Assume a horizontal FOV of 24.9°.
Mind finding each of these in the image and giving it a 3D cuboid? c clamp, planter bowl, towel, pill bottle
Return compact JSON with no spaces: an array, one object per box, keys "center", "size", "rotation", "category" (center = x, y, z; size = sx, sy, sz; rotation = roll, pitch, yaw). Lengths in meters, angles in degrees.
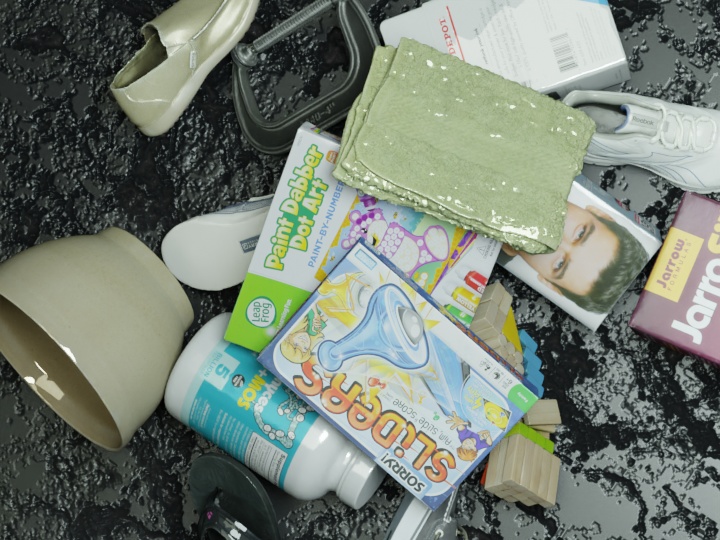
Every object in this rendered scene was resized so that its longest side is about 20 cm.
[{"center":[-0.052,-0.208,1.510],"size":[0.200,0.027,0.171],"rotation":[-34,75,30],"category":"c clamp"},{"center":[-0.237,0.046,1.476],"size":[0.200,0.200,0.135],"rotation":[40,67,14],"category":"planter bowl"},{"center":[0.086,-0.103,1.346],"size":[0.200,0.036,0.149],"rotation":[20,67,1],"category":"towel"},{"center":[-0.067,0.131,1.454],"size":[0.200,0.111,0.111],"rotation":[31,91,14],"category":"pill bottle"}]

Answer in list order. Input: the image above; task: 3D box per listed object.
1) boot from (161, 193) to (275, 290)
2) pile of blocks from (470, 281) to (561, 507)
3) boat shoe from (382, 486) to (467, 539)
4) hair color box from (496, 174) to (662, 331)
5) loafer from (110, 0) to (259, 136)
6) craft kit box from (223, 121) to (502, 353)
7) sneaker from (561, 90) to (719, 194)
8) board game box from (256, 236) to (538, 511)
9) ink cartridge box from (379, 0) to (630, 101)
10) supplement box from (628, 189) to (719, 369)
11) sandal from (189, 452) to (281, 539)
[{"center":[-0.087,-0.035,1.506],"size":[0.200,0.090,0.073],"rotation":[-9,104,38],"category":"boot"},{"center":[0.125,0.115,1.444],"size":[0.062,0.082,0.200],"rotation":[-23,69,42],"category":"pile of blocks"},{"center":[0.058,0.242,1.437],"size":[0.066,0.070,0.200],"rotation":[27,86,-3],"category":"boat shoe"},{"center":[0.153,-0.048,1.419],"size":[0.200,0.061,0.099],"rotation":[35,104,-1],"category":"hair color box"},{"center":[-0.164,-0.221,1.530],"size":[0.200,0.068,0.076],"rotation":[-58,37,2],"category":"loafer"},{"center":[0.007,0.000,1.394],"size":[0.197,0.049,0.200],"rotation":[21,104,4],"category":"craft kit box"},{"center":[0.263,-0.115,1.421],"size":[0.200,0.087,0.075],"rotation":[8,83,13],"category":"sneaker"},{"center":[0.031,0.087,1.369],"size":[0.200,0.034,0.135],"rotation":[40,101,-3],"category":"board game box"},{"center":[0.131,-0.200,1.472],"size":[0.200,0.067,0.116],"rotation":[-18,80,10],"category":"ink cartridge box"},{"center":[0.345,0.030,1.375],"size":[0.200,0.103,0.131],"rotation":[22,90,15],"category":"supplement box"},{"center":[-0.105,0.259,1.448],"size":[0.075,0.048,0.201],"rotation":[-16,96,27],"category":"sandal"}]
